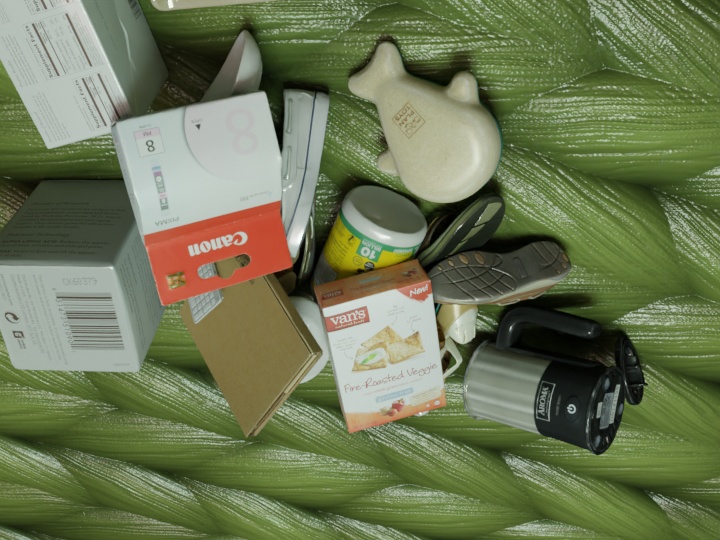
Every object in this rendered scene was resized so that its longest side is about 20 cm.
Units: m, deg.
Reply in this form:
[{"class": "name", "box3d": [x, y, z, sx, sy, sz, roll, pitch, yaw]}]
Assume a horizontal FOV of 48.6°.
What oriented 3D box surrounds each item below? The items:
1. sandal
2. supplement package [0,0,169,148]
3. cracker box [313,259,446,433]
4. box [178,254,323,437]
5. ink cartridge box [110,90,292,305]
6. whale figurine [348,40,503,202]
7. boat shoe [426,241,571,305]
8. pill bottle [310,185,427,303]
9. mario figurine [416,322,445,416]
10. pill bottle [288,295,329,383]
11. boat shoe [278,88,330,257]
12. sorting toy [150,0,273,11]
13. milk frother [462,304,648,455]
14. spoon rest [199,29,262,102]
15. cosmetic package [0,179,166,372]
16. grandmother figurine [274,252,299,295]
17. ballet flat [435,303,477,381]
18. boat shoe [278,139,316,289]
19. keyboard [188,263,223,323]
[{"class": "sandal", "box3d": [0.104, -0.039, 1.034, 0.080, 0.057, 0.201, -2, 149, -43]}, {"class": "supplement package", "box3d": [-0.310, -0.262, 0.858, 0.111, 0.156, 0.200, -12, 123, 9]}, {"class": "cracker box", "box3d": [0.028, 0.097, 0.995, 0.134, 0.058, 0.200, -15, 121, -7]}, {"class": "box", "box3d": [-0.139, 0.072, 0.957, 0.021, 0.200, 0.164, -4, 141, -47]}, {"class": "ink cartridge box", "box3d": [-0.159, -0.078, 0.855, 0.162, 0.057, 0.200, -17, 99, -22]}, {"class": "whale figurine", "box3d": [0.080, -0.176, 0.939, 0.200, 0.104, 0.159, 47, 119, 3]}, {"class": "boat shoe", "box3d": [0.175, 0.017, 1.037, 0.200, 0.076, 0.072, -7, 151, -14]}, {"class": "pill bottle", "box3d": [0.000, 0.000, 1.040, 0.113, 0.113, 0.200, 19, 124, -9]}, {"class": "mario figurine", "box3d": [0.043, 0.153, 1.106, 0.123, 0.106, 0.200, 39, 131, 16]}, {"class": "pill bottle", "box3d": [-0.135, 0.086, 1.065, 0.200, 0.111, 0.111, 0, 136, 53]}, {"class": "boat shoe", "box3d": [-0.083, -0.117, 0.950, 0.065, 0.074, 0.200, 10, 81, -5]}, {"class": "sorting toy", "box3d": [-0.146, -0.373, 0.842, 0.200, 0.036, 0.185, -4, 124, 7]}, {"class": "milk frother", "box3d": [0.281, 0.154, 1.119, 0.188, 0.181, 0.200, 11, 166, 39]}, {"class": "spoon rest", "box3d": [-0.165, -0.191, 0.940, 0.061, 0.099, 0.200, 11, 134, -19]}, {"class": "cosmetic package", "box3d": [-0.346, 0.002, 1.015, 0.165, 0.200, 0.165, 1, 125, 3]}, {"class": "grandmother figurine", "box3d": [-0.173, -0.024, 1.028, 0.200, 0.061, 0.121, 21, 106, 28]}, {"class": "ballet flat", "box3d": [0.129, 0.094, 1.120, 0.069, 0.063, 0.200, -18, 143, -39]}, {"class": "boat shoe", "box3d": [-0.092, -0.068, 1.027, 0.075, 0.068, 0.200, -6, 123, 8]}, {"class": "keyboard", "box3d": [-0.213, -0.033, 0.999, 0.056, 0.200, 0.011, -35, 149, 26]}]
